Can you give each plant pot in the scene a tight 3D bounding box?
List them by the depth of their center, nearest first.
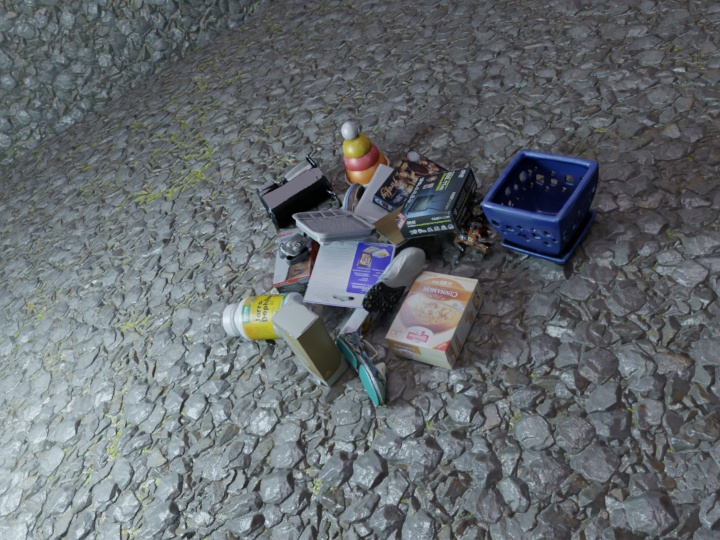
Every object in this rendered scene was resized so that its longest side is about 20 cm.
[{"bbox_3d":[0.424,-0.138,1.450,0.199,0.180,0.200,20,61,38],"label":"plant pot"}]

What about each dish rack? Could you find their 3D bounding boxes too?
[{"bbox_3d":[-0.071,-0.109,1.608,0.170,0.044,0.200,-6,21,-25],"label":"dish rack"}]

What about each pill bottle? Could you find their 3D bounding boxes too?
[{"bbox_3d":[-0.243,0.119,1.591,0.198,0.113,0.114,-6,47,22],"label":"pill bottle"}]

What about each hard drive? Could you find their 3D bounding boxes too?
[{"bbox_3d":[0.075,-0.200,1.752,0.131,0.026,0.201,24,58,5],"label":"hard drive"}]

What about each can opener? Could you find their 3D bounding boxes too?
[{"bbox_3d":[-0.139,-0.088,1.695,0.053,0.067,0.200,26,47,24],"label":"can opener"}]

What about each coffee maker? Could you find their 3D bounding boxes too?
[{"bbox_3d":[-0.190,-0.221,1.867,0.199,0.135,0.192,-35,44,-7],"label":"coffee maker"}]

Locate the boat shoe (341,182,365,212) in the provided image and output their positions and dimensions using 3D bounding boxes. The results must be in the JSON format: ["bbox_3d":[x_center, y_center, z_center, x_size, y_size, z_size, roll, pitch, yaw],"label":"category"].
[{"bbox_3d":[-0.012,-0.160,1.776,0.072,0.072,0.202,5,62,24],"label":"boat shoe"}]

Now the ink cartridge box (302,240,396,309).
[{"bbox_3d":[-0.023,0.015,1.542,0.196,0.044,0.201,7,54,12],"label":"ink cartridge box"}]

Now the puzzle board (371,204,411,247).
[{"bbox_3d":[0.143,-0.138,1.619,0.199,0.018,0.151,-31,33,-9],"label":"puzzle board"}]

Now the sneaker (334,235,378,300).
[{"bbox_3d":[0.000,0.000,1.625,0.088,0.075,0.200,30,69,25],"label":"sneaker"}]

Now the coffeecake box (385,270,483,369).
[{"bbox_3d":[0.170,0.108,1.424,0.152,0.073,0.201,10,55,33],"label":"coffeecake box"}]

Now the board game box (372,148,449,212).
[{"bbox_3d":[0.142,-0.233,1.739,0.135,0.035,0.201,31,64,10],"label":"board game box"}]

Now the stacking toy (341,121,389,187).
[{"bbox_3d":[-0.007,-0.358,1.855,0.145,0.201,0.147,-14,44,14],"label":"stacking toy"}]

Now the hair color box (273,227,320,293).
[{"bbox_3d":[-0.173,-0.030,1.731,0.110,0.064,0.201,-13,46,13],"label":"hair color box"}]

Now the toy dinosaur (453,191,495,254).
[{"bbox_3d":[0.275,-0.123,1.581,0.136,0.102,0.200,-45,66,5],"label":"toy dinosaur"}]

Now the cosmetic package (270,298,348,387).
[{"bbox_3d":[-0.112,0.165,1.418,0.071,0.201,0.105,-45,45,-18],"label":"cosmetic package"}]

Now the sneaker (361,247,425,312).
[{"bbox_3d":[0.076,0.025,1.471,0.200,0.072,0.072,-45,9,-17],"label":"sneaker"}]

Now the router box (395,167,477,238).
[{"bbox_3d":[0.191,-0.167,1.548,0.149,0.062,0.201,-6,37,32],"label":"router box"}]

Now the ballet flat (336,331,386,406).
[{"bbox_3d":[0.019,0.210,1.403,0.074,0.074,0.201,-32,57,-5],"label":"ballet flat"}]

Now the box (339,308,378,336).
[{"bbox_3d":[0.021,0.095,1.534,0.041,0.039,0.201,17,59,34],"label":"box"}]
